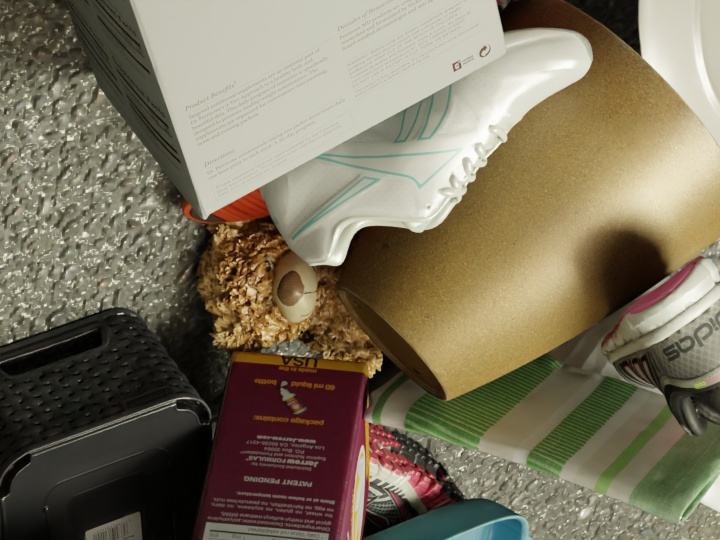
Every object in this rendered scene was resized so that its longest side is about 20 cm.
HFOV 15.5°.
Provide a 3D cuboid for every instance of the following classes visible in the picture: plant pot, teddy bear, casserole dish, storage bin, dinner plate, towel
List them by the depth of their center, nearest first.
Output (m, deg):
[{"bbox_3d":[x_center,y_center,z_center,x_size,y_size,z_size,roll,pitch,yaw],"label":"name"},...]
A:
[{"bbox_3d":[0.087,-0.026,1.529,0.200,0.186,0.187,-44,138,-9],"label":"plant pot"},{"bbox_3d":[0.118,0.091,1.560,0.152,0.199,0.023,-32,138,-61],"label":"towel"},{"bbox_3d":[-0.165,0.139,1.574,0.135,0.094,0.201,-19,134,-22],"label":"storage bin"},{"bbox_3d":[0.226,-0.151,1.586,0.200,0.024,0.201,-6,97,-53],"label":"dinner plate"},{"bbox_3d":[0.000,0.000,1.597,0.199,0.067,0.145,12,114,-42],"label":"teddy bear"},{"bbox_3d":[0.024,0.206,1.691,0.199,0.039,0.121,-20,141,-33],"label":"casserole dish"}]

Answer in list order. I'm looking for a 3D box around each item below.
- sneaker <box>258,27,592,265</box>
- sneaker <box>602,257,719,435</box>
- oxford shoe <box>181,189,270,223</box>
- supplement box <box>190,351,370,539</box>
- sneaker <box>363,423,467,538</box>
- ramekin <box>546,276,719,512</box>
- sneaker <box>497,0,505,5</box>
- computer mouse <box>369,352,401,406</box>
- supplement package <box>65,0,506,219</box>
[{"bbox_3d":[0.041,-0.066,1.436,0.200,0.081,0.070,-26,164,6],"label":"sneaker"},{"bbox_3d":[0.193,0.054,1.507,0.074,0.088,0.200,-33,171,-4],"label":"sneaker"},{"bbox_3d":[-0.024,-0.095,1.511,0.200,0.073,0.071,-32,154,15],"label":"oxford shoe"},{"bbox_3d":[-0.047,0.157,1.526,0.085,0.201,0.111,4,135,6],"label":"supplement box"},{"bbox_3d":[-0.002,0.138,1.700,0.075,0.081,0.200,-44,138,7],"label":"sneaker"},{"bbox_3d":[0.203,0.069,1.710,0.200,0.200,0.098,25,101,-45],"label":"ramekin"},{"bbox_3d":[0.108,-0.230,1.483,0.074,0.088,0.200,31,127,-20],"label":"sneaker"},{"bbox_3d":[0.078,0.083,1.702,0.199,0.138,0.053,18,90,-30],"label":"computer mouse"},{"bbox_3d":[-0.054,-0.177,1.352,0.191,0.147,0.200,-29,136,-13],"label":"supplement package"}]
